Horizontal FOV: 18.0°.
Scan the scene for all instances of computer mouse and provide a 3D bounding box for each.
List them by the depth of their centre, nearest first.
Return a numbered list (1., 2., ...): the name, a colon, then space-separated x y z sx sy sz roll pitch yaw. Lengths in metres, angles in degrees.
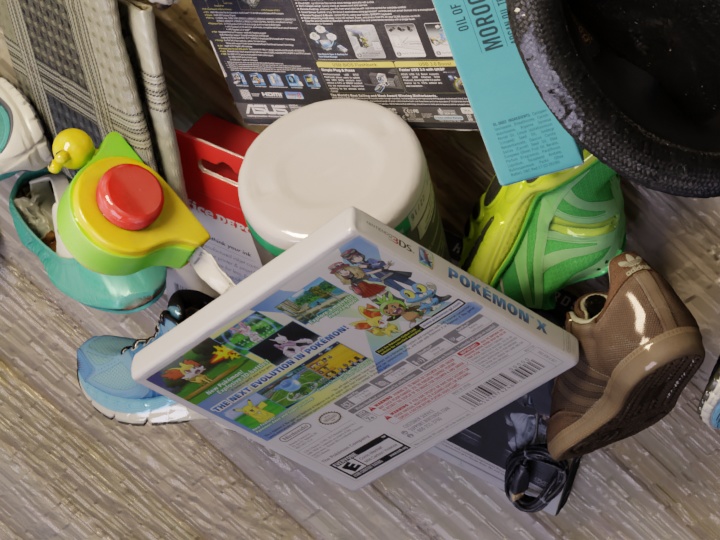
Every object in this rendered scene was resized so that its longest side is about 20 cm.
1. computer mouse: 0.109 0.096 1.475 0.058 0.034 0.200 19 139 20

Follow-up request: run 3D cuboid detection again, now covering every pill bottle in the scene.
1. pill bottle: 0.000 0.000 1.385 0.113 0.113 0.200 17 149 25

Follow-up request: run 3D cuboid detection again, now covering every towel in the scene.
1. towel: -0.175 -0.129 1.455 0.192 0.034 0.201 33 144 49

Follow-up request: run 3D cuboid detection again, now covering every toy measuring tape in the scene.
1. toy measuring tape: -0.125 -0.004 1.382 0.200 0.074 0.074 50 143 4

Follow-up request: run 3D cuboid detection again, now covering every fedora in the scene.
1. fedora: 0.158 -0.137 1.166 0.201 0.201 0.092 49 175 -15

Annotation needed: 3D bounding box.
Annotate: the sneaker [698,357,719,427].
1. sneaker: 0.262 0.046 1.293 0.090 0.078 0.200 32 144 0

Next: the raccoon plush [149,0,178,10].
1. raccoon plush: -0.105 -0.249 1.275 0.134 0.097 0.201 4 88 45

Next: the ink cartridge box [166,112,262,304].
1. ink cartridge box: -0.069 -0.024 1.504 0.116 0.067 0.200 23 141 21

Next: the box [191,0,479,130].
1. box: -0.009 -0.159 1.333 0.199 0.049 0.162 4 133 36

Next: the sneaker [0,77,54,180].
1. sneaker: -0.289 -0.110 1.561 0.200 0.080 0.078 31 144 48

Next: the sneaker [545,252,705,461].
1. sneaker: 0.153 0.053 1.375 0.200 0.070 0.076 121 130 -63

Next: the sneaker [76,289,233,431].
1. sneaker: -0.113 0.051 1.522 0.199 0.078 0.090 0 112 38

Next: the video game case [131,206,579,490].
1. video game case: -0.004 0.052 1.342 0.182 0.022 0.200 30 135 -31

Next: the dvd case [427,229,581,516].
1. dvd case: 0.086 0.068 1.512 0.150 0.025 0.200 26 142 14

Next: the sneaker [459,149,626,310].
1. sneaker: 0.126 -0.046 1.339 0.083 0.074 0.200 15 141 -17

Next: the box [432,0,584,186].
1. box: 0.067 -0.151 1.205 0.049 0.082 0.200 -15 125 11

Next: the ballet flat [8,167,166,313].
1. ballet flat: -0.196 -0.028 1.560 0.200 0.067 0.071 31 146 58
